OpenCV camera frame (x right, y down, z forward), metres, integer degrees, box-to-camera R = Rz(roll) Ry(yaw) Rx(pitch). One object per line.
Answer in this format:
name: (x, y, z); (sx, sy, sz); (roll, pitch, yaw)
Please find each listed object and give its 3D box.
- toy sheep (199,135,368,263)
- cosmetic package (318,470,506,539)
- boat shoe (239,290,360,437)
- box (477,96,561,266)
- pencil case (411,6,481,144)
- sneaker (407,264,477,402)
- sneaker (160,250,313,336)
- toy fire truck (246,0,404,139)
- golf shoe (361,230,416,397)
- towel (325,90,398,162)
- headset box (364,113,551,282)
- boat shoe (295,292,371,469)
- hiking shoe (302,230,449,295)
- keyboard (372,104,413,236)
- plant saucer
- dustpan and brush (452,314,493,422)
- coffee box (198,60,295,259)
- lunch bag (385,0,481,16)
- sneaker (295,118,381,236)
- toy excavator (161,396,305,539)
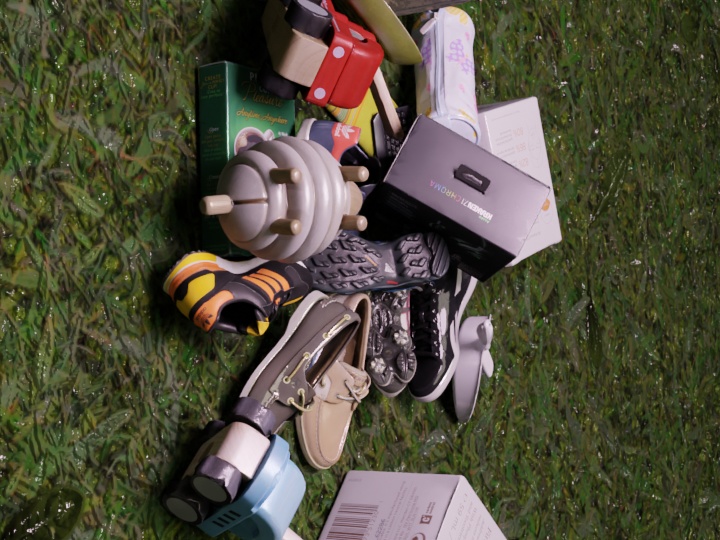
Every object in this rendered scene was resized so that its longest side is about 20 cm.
toy sheep: (-0.076, -0.071, 1.356); (0.198, 0.137, 0.140); (1, 85, -44)
cosmetic package: (0.064, 0.355, 1.551); (0.201, 0.164, 0.169); (56, 45, -36)
boat shoe: (-0.071, 0.115, 1.442); (0.203, 0.060, 0.072); (-58, 156, -21)
box: (0.175, -0.116, 1.811); (0.152, 0.105, 0.203); (-23, 104, -54)
pencil case: (0.107, -0.237, 1.704); (0.091, 0.082, 0.202); (88, 2, -57)
sneaker: (0.075, 0.051, 1.680); (0.112, 0.072, 0.202); (41, 56, -42)
sneaker: (-0.111, 0.034, 1.389); (0.199, 0.070, 0.090); (3, 43, -51)
toy fire truck: (-0.016, -0.215, 1.456); (0.198, 0.130, 0.177); (19, 24, -20)
golf shoe: (0.025, 0.053, 1.626); (0.088, 0.076, 0.203); (93, -3, -65)
towel: (0.010, -0.188, 1.666); (0.200, 0.018, 0.087); (47, 56, -43)
headset box: (0.108, -0.080, 1.567); (0.094, 0.173, 0.200); (-61, 180, -11)
boat shoe: (-0.025, 0.123, 1.535); (0.072, 0.064, 0.203); (24, 68, -51)
hiking shoe: (0.000, 0.000, 1.543); (0.197, 0.087, 0.076); (2, 73, -16)
keyboard: (0.067, -0.107, 1.713); (0.126, 0.020, 0.203); (-23, 110, -50)
plant saucer: (-0.004, -0.306, 1.552); (0.031, 0.200, 0.200); (-40, 130, 1)
dustpan and brush: (0.149, 0.103, 1.729); (0.200, 0.056, 0.141); (64, 35, -63)
coffee box: (-0.119, -0.113, 1.449); (0.122, 0.043, 0.203); (1, 86, -55)
lunch bag: (0.103, -0.396, 1.662); (0.167, 0.198, 0.141); (-33, 113, -49)
sneaker: (-0.013, -0.086, 1.530); (0.201, 0.083, 0.076); (71, 25, -49)
toy excavator: (-0.100, 0.249, 1.373); (0.199, 0.194, 0.100); (40, 50, -10)
